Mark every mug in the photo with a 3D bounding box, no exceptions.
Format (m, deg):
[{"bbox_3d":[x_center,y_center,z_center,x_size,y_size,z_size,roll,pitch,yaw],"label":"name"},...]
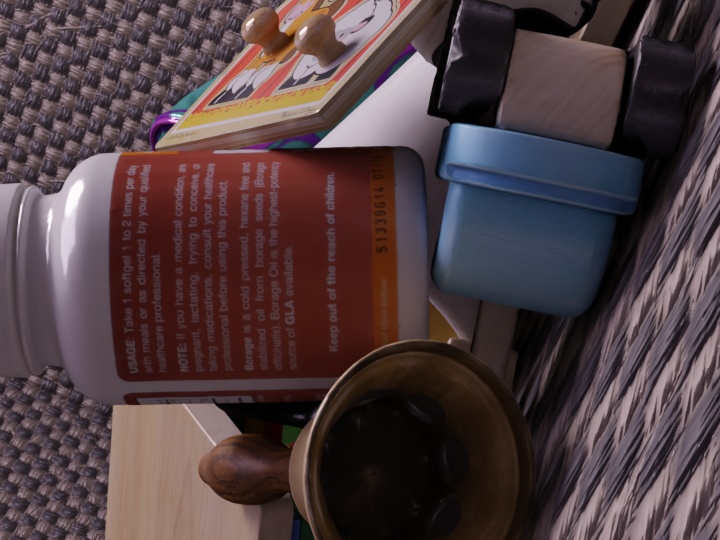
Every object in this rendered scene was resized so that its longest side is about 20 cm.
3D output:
[{"bbox_3d":[0.039,-0.040,1.003,0.154,0.149,0.186,-52,8,-18],"label":"mug"}]

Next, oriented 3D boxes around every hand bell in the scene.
[{"bbox_3d":[-0.021,0.087,0.797,0.200,0.104,0.105,-10,54,62],"label":"hand bell"}]

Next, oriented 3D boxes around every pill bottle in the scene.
[{"bbox_3d":[-0.069,0.002,0.819,0.112,0.198,0.113,-1,-90,-90],"label":"pill bottle"}]

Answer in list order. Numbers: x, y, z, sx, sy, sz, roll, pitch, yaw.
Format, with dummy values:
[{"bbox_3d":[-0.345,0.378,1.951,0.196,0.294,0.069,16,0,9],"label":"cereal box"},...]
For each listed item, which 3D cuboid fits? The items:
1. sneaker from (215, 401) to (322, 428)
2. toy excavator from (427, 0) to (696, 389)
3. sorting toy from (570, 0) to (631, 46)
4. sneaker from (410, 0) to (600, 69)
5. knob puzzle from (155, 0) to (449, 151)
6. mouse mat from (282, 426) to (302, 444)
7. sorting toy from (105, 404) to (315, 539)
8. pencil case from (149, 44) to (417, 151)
[{"bbox_3d":[-0.063,0.027,0.945,0.087,0.199,0.074,-10,-57,-64],"label":"sneaker"},{"bbox_3d":[0.065,-0.006,0.817,0.194,0.099,0.202,-95,18,-88],"label":"toy excavator"},{"bbox_3d":[0.116,-0.157,1.165,0.199,0.069,0.201,-70,3,-60],"label":"sorting toy"},{"bbox_3d":[0.102,-0.151,0.957,0.199,0.080,0.074,-29,-25,-22],"label":"sneaker"},{"bbox_3d":[-0.002,-0.136,0.855,0.219,0.030,0.220,-37,19,15],"label":"knob puzzle"},{"bbox_3d":[-0.017,0.065,1.368,0.199,0.007,0.163,-10,-78,-56],"label":"mouse mat"},{"bbox_3d":[-0.071,0.156,0.994,0.199,0.069,0.202,43,132,53],"label":"sorting toy"},{"bbox_3d":[-0.020,-0.104,1.046,0.200,0.085,0.092,-39,9,-24],"label":"pencil case"}]
